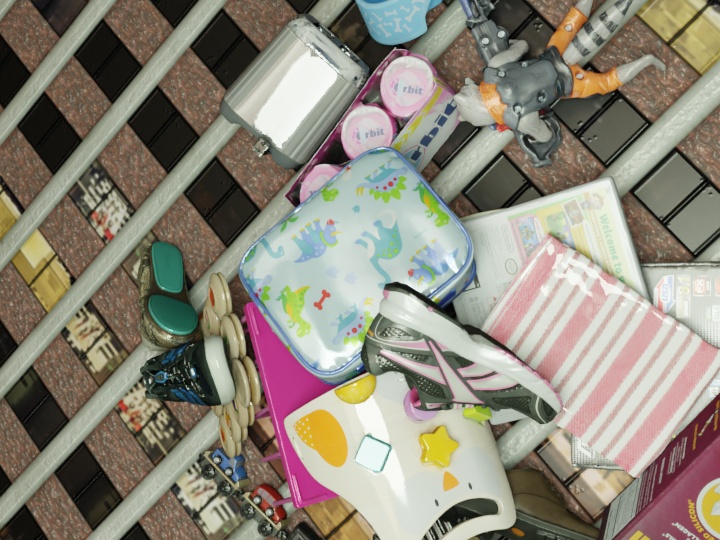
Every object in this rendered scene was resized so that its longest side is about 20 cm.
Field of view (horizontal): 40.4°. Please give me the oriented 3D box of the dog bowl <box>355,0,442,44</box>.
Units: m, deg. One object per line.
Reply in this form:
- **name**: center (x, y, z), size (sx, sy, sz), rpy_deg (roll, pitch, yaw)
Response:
- **dog bowl**: center (0.079, -0.318, 1.018), size (0.199, 0.050, 0.112), rpy_deg (-28, 49, 20)

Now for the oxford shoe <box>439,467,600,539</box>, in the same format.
- **oxford shoe**: center (0.181, 0.236, 0.965), size (0.199, 0.073, 0.085), rpy_deg (23, 54, 4)

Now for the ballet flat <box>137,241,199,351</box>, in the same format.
- **ballet flat**: center (-0.225, 0.045, 1.112), size (0.076, 0.067, 0.200), rpy_deg (-61, 28, 23)

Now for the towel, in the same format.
- **towel**: center (0.215, 0.078, 0.906), size (0.199, 0.030, 0.147), rpy_deg (35, 109, 9)

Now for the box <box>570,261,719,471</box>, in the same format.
- **box**: center (0.284, 0.092, 0.943), size (0.159, 0.044, 0.202), rpy_deg (0, 88, 23)

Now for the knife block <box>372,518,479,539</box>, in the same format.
- **knife block**: center (0.104, 0.306, 1.000), size (0.199, 0.064, 0.177), rpy_deg (17, 95, 23)

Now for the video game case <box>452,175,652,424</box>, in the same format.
- **video game case**: center (0.181, 0.033, 0.935), size (0.181, 0.022, 0.201), rpy_deg (-17, 92, 22)

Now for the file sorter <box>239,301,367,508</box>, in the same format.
- **file sorter**: center (-0.045, 0.132, 1.018), size (0.125, 0.138, 0.202), rpy_deg (-36, 67, 63)

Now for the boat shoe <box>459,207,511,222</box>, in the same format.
- **boat shoe**: center (0.104, -0.024, 1.008), size (0.199, 0.075, 0.062), rpy_deg (-12, 82, 23)

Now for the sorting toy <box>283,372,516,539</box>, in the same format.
- **sorting toy**: center (0.062, 0.174, 0.912), size (0.181, 0.199, 0.107), rpy_deg (64, 154, 11)

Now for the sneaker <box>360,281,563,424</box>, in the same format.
- **sneaker**: center (0.082, 0.090, 0.863), size (0.199, 0.080, 0.087), rpy_deg (32, 96, -16)

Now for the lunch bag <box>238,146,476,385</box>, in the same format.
- **lunch bag**: center (0.000, 0.000, 0.916), size (0.200, 0.082, 0.161), rpy_deg (-40, 75, -2)

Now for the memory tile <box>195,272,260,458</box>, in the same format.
- **memory tile**: center (-0.147, 0.107, 1.056), size (0.017, 0.200, 0.154), rpy_deg (-12, 64, -22)

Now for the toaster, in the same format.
- **toaster**: center (-0.066, -0.190, 1.024), size (0.113, 0.200, 0.129), rpy_deg (40, 103, -6)

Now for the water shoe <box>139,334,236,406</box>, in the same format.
- **water shoe**: center (-0.184, 0.115, 1.022), size (0.078, 0.200, 0.072), rpy_deg (-13, 84, -21)

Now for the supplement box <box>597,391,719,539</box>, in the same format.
- **supplement box**: center (0.311, 0.208, 0.863), size (0.110, 0.086, 0.201), rpy_deg (36, 121, 5)

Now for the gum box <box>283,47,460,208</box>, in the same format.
- **gum box**: center (0.023, -0.130, 1.025), size (0.066, 0.113, 0.200), rpy_deg (42, 103, 18)

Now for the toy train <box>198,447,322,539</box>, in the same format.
- **toy train**: center (-0.109, 0.267, 1.108), size (0.200, 0.034, 0.046), rpy_deg (40, 99, 19)

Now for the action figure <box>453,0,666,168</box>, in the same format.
- **action figure**: center (0.171, -0.217, 0.972), size (0.193, 0.105, 0.201), rpy_deg (-33, 83, 5)
